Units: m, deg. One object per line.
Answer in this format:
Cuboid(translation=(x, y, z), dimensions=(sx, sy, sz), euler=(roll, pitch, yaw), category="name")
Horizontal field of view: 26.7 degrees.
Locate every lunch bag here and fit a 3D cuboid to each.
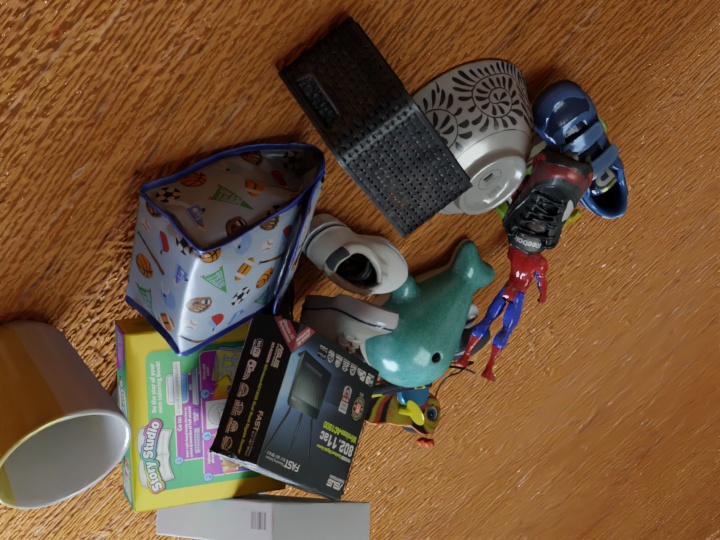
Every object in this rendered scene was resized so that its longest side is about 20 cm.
Cuboid(translation=(-0.124, -0.031, 1.540), dimensions=(0.199, 0.124, 0.171), euler=(-29, 153, -37), category="lunch bag")

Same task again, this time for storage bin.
Cuboid(translation=(0.018, -0.139, 1.498), dimensions=(0.093, 0.136, 0.200), euler=(-36, 149, 4), category="storage bin")

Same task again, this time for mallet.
Cuboid(translation=(-0.010, 0.154, 1.932), dimensions=(0.198, 0.041, 0.066), euler=(-15, 146, 11), category="mallet")

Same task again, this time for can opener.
Cuboid(translation=(0.077, 0.100, 1.972), dimensions=(0.199, 0.067, 0.054), euler=(-22, 148, -21), category="can opener")

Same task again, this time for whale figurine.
Cuboid(translation=(0.093, 0.059, 1.883), dimensions=(0.200, 0.104, 0.159), euler=(-44, 129, -5), category="whale figurine")

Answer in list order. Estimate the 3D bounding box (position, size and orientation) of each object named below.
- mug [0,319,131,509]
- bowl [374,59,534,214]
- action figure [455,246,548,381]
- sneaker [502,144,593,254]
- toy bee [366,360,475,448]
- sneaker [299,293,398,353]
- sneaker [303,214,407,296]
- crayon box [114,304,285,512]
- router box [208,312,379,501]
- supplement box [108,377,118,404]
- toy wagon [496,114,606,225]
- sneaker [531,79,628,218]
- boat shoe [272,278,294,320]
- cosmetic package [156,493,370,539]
Cuboid(translation=(-0.336, 0.127, 1.515), dimensions=(0.149, 0.154, 0.186), euler=(-39, 149, 9), category="mug")
Cuboid(translation=(0.121, -0.125, 1.670), dimensions=(0.199, 0.095, 0.201), euler=(-24, 148, -16), category="bowl")
Cuboid(translation=(0.197, 0.040, 1.942), dimensions=(0.201, 0.065, 0.099), euler=(-65, 159, 5), category="action figure")
Cuboid(translation=(0.206, -0.072, 1.692), dimensions=(0.201, 0.070, 0.099), euler=(120, -9, -73), category="sneaker")
Cuboid(translation=(0.067, 0.187, 2.025), dimensions=(0.198, 0.110, 0.131), euler=(-4, -178, -9), category="toy bee")
Cuboid(translation=(-0.016, 0.068, 1.700), dimensions=(0.072, 0.072, 0.200), euler=(18, 172, -20), category="sneaker")
Cuboid(translation=(0.000, 0.000, 1.734), dimensions=(0.073, 0.071, 0.199), euler=(-43, 149, 16), category="sneaker")
Cuboid(translation=(-0.169, 0.145, 1.619), dimensions=(0.171, 0.058, 0.202), euler=(-6, 107, -18), category="crayon box")
Cuboid(translation=(-0.064, 0.146, 1.586), dimensions=(0.200, 0.062, 0.151), euler=(35, 69, -58), category="router box")
Cuboid(translation=(-0.181, 0.167, 1.721), dimensions=(0.198, 0.086, 0.111), euler=(19, 126, -24), category="supplement box")
Cuboid(translation=(0.232, -0.114, 1.850), dimensions=(0.154, 0.040, 0.200), euler=(-33, 151, -2), category="toy wagon")
Cuboid(translation=(0.259, -0.137, 1.739), dimensions=(0.074, 0.082, 0.200), euler=(-35, 133, 2), category="sneaker")
Cuboid(translation=(-0.101, 0.072, 1.747), dimensions=(0.074, 0.075, 0.203), euler=(-21, 147, -22), category="boat shoe")
Cuboid(translation=(-0.110, 0.278, 1.703), dimensions=(0.199, 0.052, 0.150), euler=(-4, 173, 44), category="cosmetic package")
